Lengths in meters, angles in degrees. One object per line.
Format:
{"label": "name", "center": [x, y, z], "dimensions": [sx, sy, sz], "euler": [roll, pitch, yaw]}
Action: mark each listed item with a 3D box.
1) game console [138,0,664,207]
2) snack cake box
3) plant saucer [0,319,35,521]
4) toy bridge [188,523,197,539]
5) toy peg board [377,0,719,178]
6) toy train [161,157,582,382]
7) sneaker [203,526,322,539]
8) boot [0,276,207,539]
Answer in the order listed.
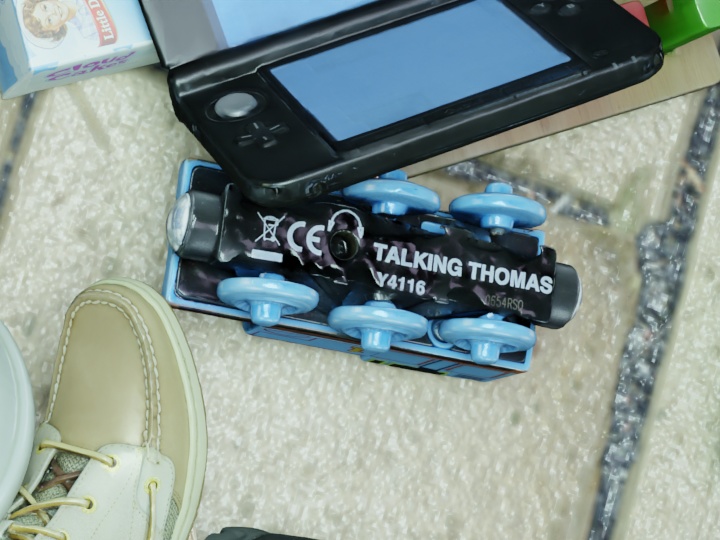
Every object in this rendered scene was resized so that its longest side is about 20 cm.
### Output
{"label": "game console", "center": [0.007, -0.136, 1.208], "dimensions": [0.199, 0.176, 0.117], "euler": [-20, 121, -14]}
{"label": "snack cake box", "center": [-0.132, -0.193, 1.268], "dimensions": [0.114, 0.067, 0.201], "euler": [-15, 88, -21]}
{"label": "plant saucer", "center": [-0.232, 0.053, 1.097], "dimensions": [0.199, 0.050, 0.201], "euler": [0, 49, 0]}
{"label": "toy bridge", "center": [-0.095, 0.106, 1.240], "dimensions": [0.027, 0.067, 0.201], "euler": [-9, 86, -19]}
{"label": "toy peg board", "center": [0.076, -0.168, 1.318], "dimensions": [0.198, 0.098, 0.201], "euler": [-17, 88, -20]}
{"label": "toy train", "center": [0.000, 0.000, 1.261], "dimensions": [0.199, 0.114, 0.087], "euler": [10, 77, -17]}
{"label": "sneaker", "center": [0.016, 0.167, 1.238], "dimensions": [0.199, 0.082, 0.074], "euler": [16, 82, -40]}
{"label": "boot", "center": [-0.138, 0.105, 1.142], "dimensions": [0.154, 0.072, 0.202], "euler": [-4, 100, -57]}
